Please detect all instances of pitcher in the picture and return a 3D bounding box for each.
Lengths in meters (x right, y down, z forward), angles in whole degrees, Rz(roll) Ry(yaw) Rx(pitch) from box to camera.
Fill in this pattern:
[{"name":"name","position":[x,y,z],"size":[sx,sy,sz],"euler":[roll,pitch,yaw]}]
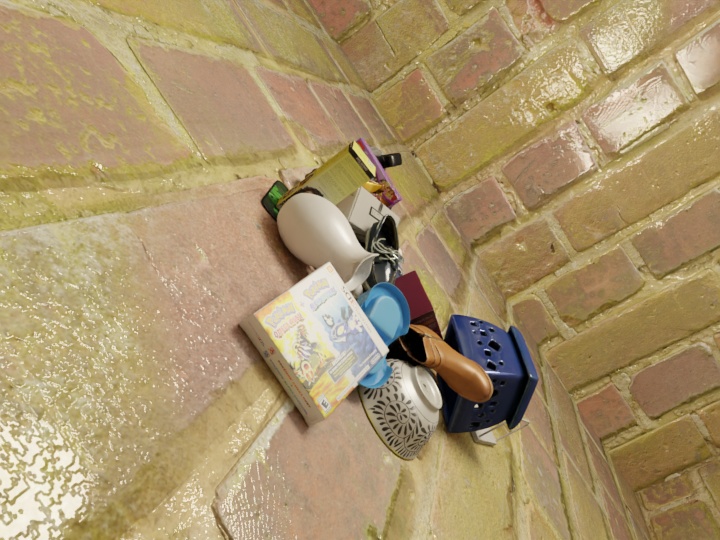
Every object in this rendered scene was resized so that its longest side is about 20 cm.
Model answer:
[{"name":"pitcher","position":[-0.064,-0.040,1.094],"size":[0.200,0.121,0.172],"euler":[43,-26,18]}]

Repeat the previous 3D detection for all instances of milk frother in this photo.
[{"name":"milk frother","position":[0.029,-0.269,1.727],"size":[0.188,0.179,0.201],"euler":[-44,143,-71]}]

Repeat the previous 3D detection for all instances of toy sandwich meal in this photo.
[{"name":"toy sandwich meal","position":[-0.033,-0.204,1.365],"size":[0.204,0.071,0.205],"euler":[19,-8,3]}]

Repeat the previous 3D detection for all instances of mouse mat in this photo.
[{"name":"mouse mat","position":[-0.126,-0.092,1.204],"size":[0.200,0.008,0.161],"euler":[50,20,-17]}]

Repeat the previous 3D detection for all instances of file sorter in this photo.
[{"name":"file sorter","position":[0.329,0.327,1.482],"size":[0.139,0.124,0.201],"euler":[30,33,-52]}]

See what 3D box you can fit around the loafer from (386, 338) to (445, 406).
[{"name":"loafer","position":[0.109,0.214,1.211],"size":[0.201,0.068,0.070],"euler":[54,7,-18]}]

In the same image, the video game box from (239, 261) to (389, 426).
[{"name":"video game box","position":[-0.062,0.104,0.885],"size":[0.183,0.047,0.200],"euler":[54,39,-2]}]

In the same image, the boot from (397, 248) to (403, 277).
[{"name":"boot","position":[0.065,0.026,1.361],"size":[0.200,0.072,0.091],"euler":[79,14,-66]}]

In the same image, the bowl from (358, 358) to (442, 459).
[{"name":"bowl","position":[0.090,0.238,1.072],"size":[0.201,0.094,0.201],"euler":[47,20,-24]}]

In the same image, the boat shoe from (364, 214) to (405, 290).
[{"name":"boat shoe","position":[0.049,-0.032,1.153],"size":[0.075,0.062,0.201],"euler":[25,42,-16]}]

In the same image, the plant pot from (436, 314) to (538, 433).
[{"name":"plant pot","position":[0.286,0.238,1.306],"size":[0.179,0.201,0.200],"euler":[5,35,-6]}]

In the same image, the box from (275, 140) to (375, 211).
[{"name":"box","position":[-0.069,-0.165,1.140],"size":[0.075,0.200,0.050],"euler":[47,21,-21]}]

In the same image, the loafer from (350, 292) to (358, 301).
[{"name":"loafer","position":[-0.024,0.084,1.079],"size":[0.199,0.067,0.077],"euler":[23,64,-36]}]

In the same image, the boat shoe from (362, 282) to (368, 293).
[{"name":"boat shoe","position":[0.034,0.037,1.176],"size":[0.071,0.062,0.201],"euler":[-14,75,-45]}]

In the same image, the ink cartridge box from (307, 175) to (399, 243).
[{"name":"ink cartridge box","position":[-0.024,-0.128,1.278],"size":[0.145,0.085,0.200],"euler":[17,-6,32]}]

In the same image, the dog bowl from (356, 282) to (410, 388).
[{"name":"dog bowl","position":[0.020,0.116,1.030],"size":[0.111,0.049,0.201],"euler":[42,55,-26]}]

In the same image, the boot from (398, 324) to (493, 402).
[{"name":"boot","position":[0.162,0.176,1.114],"size":[0.200,0.077,0.155],"euler":[49,10,27]}]

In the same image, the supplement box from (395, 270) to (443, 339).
[{"name":"supplement box","position":[0.121,0.103,1.293],"size":[0.200,0.085,0.111],"euler":[63,4,-58]}]

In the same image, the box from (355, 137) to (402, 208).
[{"name":"box","position":[0.004,-0.238,1.565],"size":[0.201,0.137,0.039],"euler":[58,18,5]}]

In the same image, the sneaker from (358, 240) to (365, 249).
[{"name":"sneaker","position":[0.000,0.000,1.266],"size":[0.083,0.070,0.200],"euler":[47,23,-45]}]
